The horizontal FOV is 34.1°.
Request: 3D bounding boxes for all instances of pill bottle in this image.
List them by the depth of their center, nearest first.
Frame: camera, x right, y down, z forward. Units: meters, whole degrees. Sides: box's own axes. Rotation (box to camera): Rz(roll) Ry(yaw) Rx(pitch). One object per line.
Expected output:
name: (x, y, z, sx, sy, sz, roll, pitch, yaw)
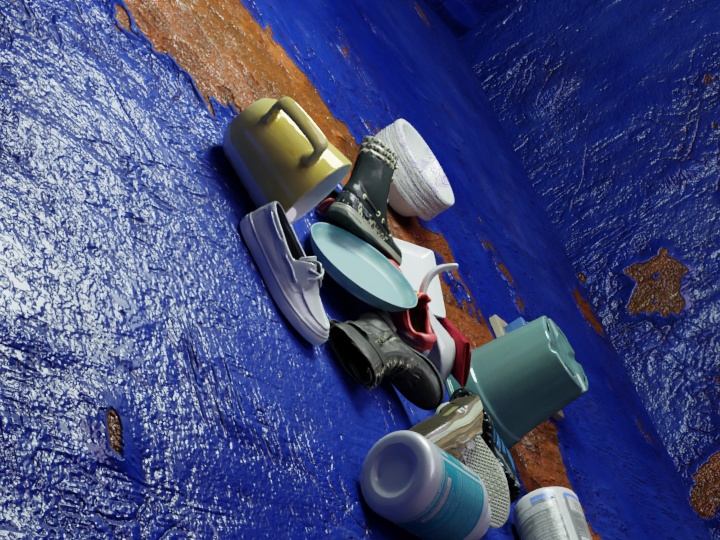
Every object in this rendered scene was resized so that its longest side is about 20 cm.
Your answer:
pill bottle: (0.093, 0.289, 1.505, 0.200, 0.110, 0.112, 40, 25, -45)
pill bottle: (0.316, 0.452, 1.838, 0.114, 0.113, 0.201, 43, 23, -38)

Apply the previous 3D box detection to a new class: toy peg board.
toy peg board: (0.389, 0.190, 2.507, 0.200, 0.097, 0.201, 35, 29, -52)

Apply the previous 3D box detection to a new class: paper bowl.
paper bowl: (0.092, -0.190, 2.320, 0.201, 0.104, 0.201, 49, 19, -24)

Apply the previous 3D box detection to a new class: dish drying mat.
dish drying mat: (0.152, 0.128, 1.942, 0.200, 0.018, 0.078, -129, -136, -75)

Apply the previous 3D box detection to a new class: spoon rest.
spoon rest: (0.122, 0.088, 1.901, 0.099, 0.060, 0.203, 170, -76, -80)

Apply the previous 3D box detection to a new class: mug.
mug: (-0.104, -0.169, 1.647, 0.154, 0.186, 0.149, 50, 32, 5)

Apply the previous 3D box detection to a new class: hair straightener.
hair straightener: (-0.025, -0.116, 1.971, 0.199, 0.041, 0.078, 18, 42, -56)

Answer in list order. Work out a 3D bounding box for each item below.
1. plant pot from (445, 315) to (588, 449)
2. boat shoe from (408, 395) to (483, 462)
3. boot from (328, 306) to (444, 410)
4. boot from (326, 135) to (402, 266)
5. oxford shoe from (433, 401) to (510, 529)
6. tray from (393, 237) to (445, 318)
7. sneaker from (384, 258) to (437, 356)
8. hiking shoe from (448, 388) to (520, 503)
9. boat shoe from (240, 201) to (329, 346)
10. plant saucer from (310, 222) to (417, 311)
plant pot: (0.275, 0.190, 2.032, 0.201, 0.195, 0.201, 50, 18, -23)
boat shoe: (0.126, 0.246, 1.689, 0.199, 0.071, 0.077, -23, 99, -49)
boot: (0.031, 0.140, 1.676, 0.200, 0.069, 0.174, 48, 18, 3)
boot: (0.033, -0.109, 1.931, 0.203, 0.073, 0.155, 42, 64, -50)
oxford shoe: (0.166, 0.297, 1.782, 0.075, 0.058, 0.202, -21, 77, -30)
tray: (0.087, 0.014, 2.048, 0.106, 0.022, 0.201, 19, 32, -17)
sneaker: (0.078, 0.054, 1.869, 0.076, 0.085, 0.202, 9, 46, -35)
hiking shoe: (0.193, 0.280, 1.883, 0.087, 0.074, 0.202, -55, 122, -80)
boat shoe: (-0.086, 0.001, 1.567, 0.202, 0.068, 0.072, 62, 18, 13)
plant saucer: (0.000, 0.000, 1.790, 0.199, 0.028, 0.200, 33, 17, -12)
